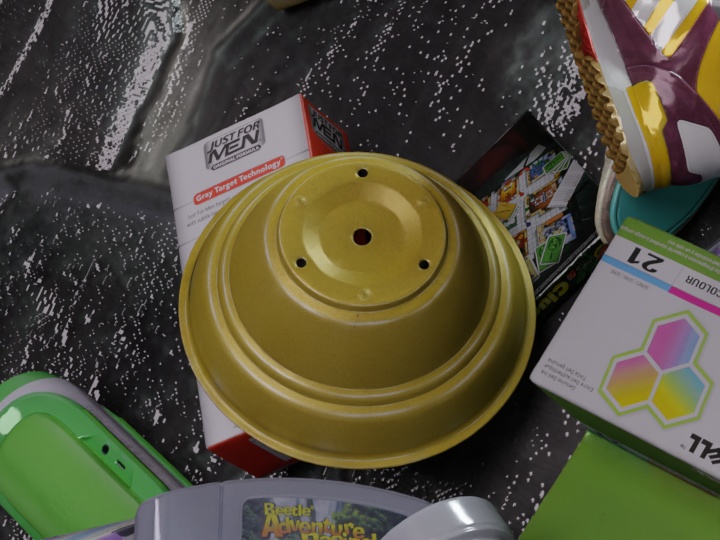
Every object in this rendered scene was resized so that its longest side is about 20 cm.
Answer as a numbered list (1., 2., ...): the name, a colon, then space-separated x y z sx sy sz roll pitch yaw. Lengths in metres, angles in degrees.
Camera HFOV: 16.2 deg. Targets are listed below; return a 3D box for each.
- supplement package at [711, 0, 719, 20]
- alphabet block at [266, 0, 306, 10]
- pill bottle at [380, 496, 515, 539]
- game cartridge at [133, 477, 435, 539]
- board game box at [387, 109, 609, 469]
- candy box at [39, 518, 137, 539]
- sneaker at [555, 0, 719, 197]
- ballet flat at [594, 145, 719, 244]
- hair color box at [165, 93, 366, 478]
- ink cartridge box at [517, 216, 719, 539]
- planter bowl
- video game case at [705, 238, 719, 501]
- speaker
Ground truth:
1. supplement package: 0.313 -0.142 1.274 0.200 0.151 0.152 16 73 32
2. alphabet block: -0.017 -0.306 1.542 0.200 0.195 0.197 -16 59 24
3. pill bottle: 0.080 0.213 1.258 0.112 0.112 0.200 -40 55 11
4. game cartridge: -0.023 0.178 1.344 0.041 0.199 0.133 121 151 -59
5. board game box: 0.057 0.010 1.458 0.200 0.023 0.105 -44 54 7
6. candy box: -0.174 0.236 1.409 0.200 0.071 0.168 -17 89 36
7. sneaker: 0.157 -0.142 1.356 0.090 0.075 0.201 -14 82 -4
8. ballet flat: 0.184 -0.097 1.414 0.200 0.067 0.062 -58 25 -7
9. hair color box: -0.047 0.008 1.474 0.101 0.061 0.201 -23 58 22
10. ink cartridge box: 0.154 0.095 1.296 0.148 0.076 0.200 27 81 40
11. planter bowl: 0.000 0.000 1.374 0.200 0.084 0.201 1 59 -2
12. video game case: 0.244 0.022 1.339 0.200 0.019 0.143 -39 54 12
13. speaker: -0.150 0.141 1.489 0.089 0.088 0.200 -52 52 1
